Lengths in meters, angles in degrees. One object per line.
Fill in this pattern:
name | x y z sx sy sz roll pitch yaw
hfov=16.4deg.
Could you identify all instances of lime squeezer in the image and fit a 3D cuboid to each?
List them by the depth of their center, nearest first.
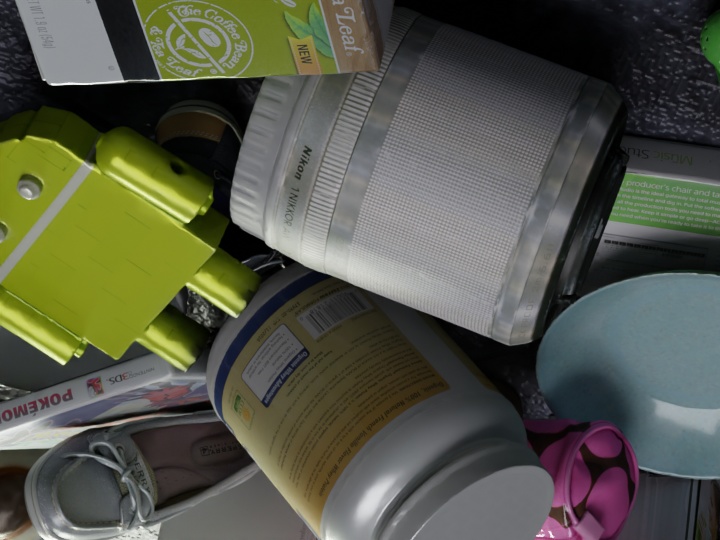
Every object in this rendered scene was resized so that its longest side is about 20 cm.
lime squeezer | 0.236 -0.125 1.434 0.071 0.038 0.200 -32 128 0

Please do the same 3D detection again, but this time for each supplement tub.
supplement tub | 0.012 0.099 1.537 0.144 0.200 0.144 -27 144 -21

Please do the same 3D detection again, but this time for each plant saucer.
plant saucer | 0.212 0.056 1.574 0.201 0.039 0.201 6 139 6

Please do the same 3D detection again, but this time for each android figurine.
android figurine | -0.163 -0.020 1.477 0.200 0.041 0.182 35 130 -14

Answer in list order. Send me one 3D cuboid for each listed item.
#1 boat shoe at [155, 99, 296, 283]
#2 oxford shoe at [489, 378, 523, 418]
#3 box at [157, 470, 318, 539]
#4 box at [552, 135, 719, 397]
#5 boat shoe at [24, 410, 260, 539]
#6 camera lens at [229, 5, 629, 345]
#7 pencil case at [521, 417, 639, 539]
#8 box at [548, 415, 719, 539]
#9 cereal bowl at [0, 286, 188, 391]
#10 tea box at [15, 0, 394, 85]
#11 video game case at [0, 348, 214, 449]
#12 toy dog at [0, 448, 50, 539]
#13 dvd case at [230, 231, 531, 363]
boat shoe | -0.081 -0.018 1.560 0.075 0.062 0.200 -5 137 17
oxford shoe | 0.095 0.170 1.744 0.071 0.071 0.200 -7 131 17
box | -0.033 0.206 1.802 0.200 0.098 0.124 0 137 12
box | 0.195 0.000 1.572 0.144 0.036 0.200 9 139 3
boat shoe | -0.133 0.129 1.648 0.202 0.074 0.065 -10 170 -44
camera lens | 0.044 -0.059 1.431 0.200 0.160 0.160 21 139 8
pencil case | 0.076 0.145 1.619 0.200 0.094 0.091 -7 126 32
box | 0.173 0.184 1.655 0.117 0.200 0.060 -6 134 21
cereal bowl | -0.206 -0.010 1.607 0.200 0.083 0.200 3 143 2
tea box | -0.090 -0.216 1.324 0.197 0.134 0.200 -2 136 14
video game case | -0.150 0.087 1.659 0.182 0.023 0.200 -19 168 25
toy dog | -0.298 0.165 1.812 0.200 0.140 0.194 -3 100 18
dvd case | 0.000 0.000 1.623 0.150 0.025 0.200 -16 130 28
